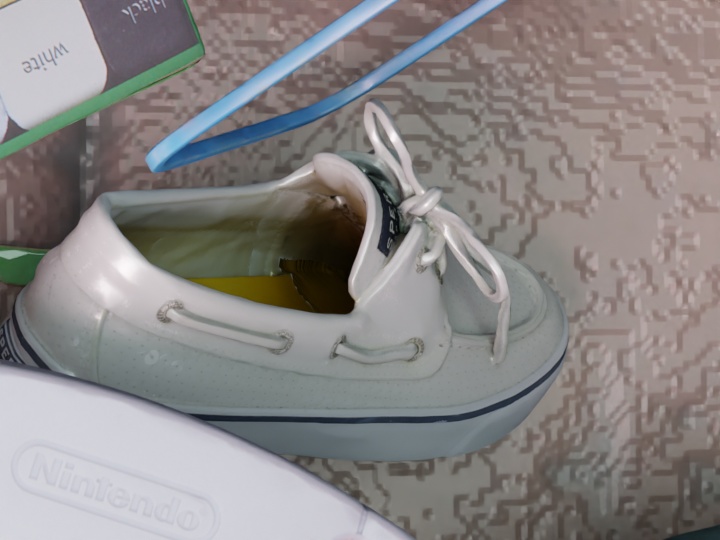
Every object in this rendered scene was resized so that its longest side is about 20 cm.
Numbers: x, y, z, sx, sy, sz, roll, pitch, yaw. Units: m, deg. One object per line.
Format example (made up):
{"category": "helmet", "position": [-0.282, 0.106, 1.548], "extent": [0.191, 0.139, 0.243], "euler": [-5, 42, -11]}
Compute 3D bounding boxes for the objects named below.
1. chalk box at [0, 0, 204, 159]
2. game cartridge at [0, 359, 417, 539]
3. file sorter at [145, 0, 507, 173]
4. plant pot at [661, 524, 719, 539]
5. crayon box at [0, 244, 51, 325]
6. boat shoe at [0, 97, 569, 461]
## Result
{"category": "chalk box", "position": [-0.130, -0.080, 0.668], "extent": [0.124, 0.199, 0.125], "euler": [-29, 105, -32]}
{"category": "game cartridge", "position": [-0.073, 0.093, 0.670], "extent": [0.199, 0.040, 0.134], "euler": [20, 88, -14]}
{"category": "file sorter", "position": [-0.035, -0.142, 0.750], "extent": [0.122, 0.139, 0.201], "euler": [-32, 86, 26]}
{"category": "plant pot", "position": [0.081, 0.162, 0.792], "extent": [0.134, 0.200, 0.202], "euler": [3, 89, 18]}
{"category": "crayon box", "position": [-0.112, 0.092, 0.798], "extent": [0.125, 0.052, 0.202], "euler": [5, 88, -14]}
{"category": "boat shoe", "position": [-0.003, -0.003, 0.770], "extent": [0.201, 0.075, 0.086], "euler": [1, 131, -44]}
